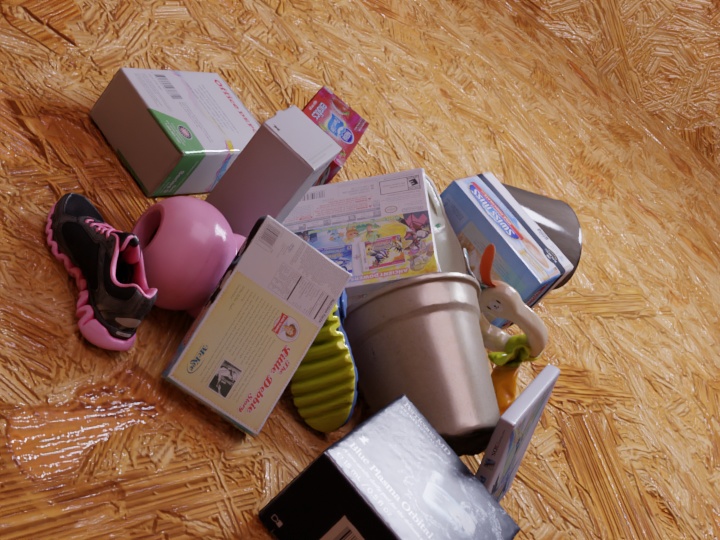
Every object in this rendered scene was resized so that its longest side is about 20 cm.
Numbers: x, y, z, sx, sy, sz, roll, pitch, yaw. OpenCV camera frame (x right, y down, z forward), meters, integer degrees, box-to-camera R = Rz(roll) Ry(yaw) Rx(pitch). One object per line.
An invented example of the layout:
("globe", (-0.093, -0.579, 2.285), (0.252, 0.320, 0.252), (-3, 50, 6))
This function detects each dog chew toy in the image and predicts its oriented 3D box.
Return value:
("dog chew toy", (-0.161, 0.005, 1.277), (0.199, 0.124, 0.125), (35, 27, -34))

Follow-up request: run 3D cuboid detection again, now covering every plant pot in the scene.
("plant pot", (0.078, 0.132, 1.371), (0.199, 0.200, 0.185), (10, 54, -47))

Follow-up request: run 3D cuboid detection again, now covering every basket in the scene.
("basket", (0.254, -0.075, 1.948), (0.199, 0.136, 0.182), (21, 40, -31))

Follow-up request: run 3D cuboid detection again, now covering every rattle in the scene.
("rattle", (0.163, 0.081, 1.540), (0.130, 0.143, 0.201), (34, -19, 37))

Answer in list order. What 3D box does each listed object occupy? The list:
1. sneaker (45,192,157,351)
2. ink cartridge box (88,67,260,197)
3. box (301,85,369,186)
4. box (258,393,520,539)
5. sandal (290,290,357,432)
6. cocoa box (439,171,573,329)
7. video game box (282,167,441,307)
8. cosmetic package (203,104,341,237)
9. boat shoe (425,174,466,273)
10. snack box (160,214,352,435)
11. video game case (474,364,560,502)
("sneaker", (-0.261, -0.017, 1.192), (0.079, 0.096, 0.201), (8, 42, -46))
("ink cartridge box", (-0.224, -0.178, 1.479), (0.146, 0.088, 0.199), (52, 30, 15))
("box", (-0.068, -0.180, 1.680), (0.095, 0.100, 0.200), (40, 27, -7))
("box", (0.035, 0.259, 1.183), (0.197, 0.117, 0.200), (48, 26, 9))
("sandal", (-0.039, 0.081, 1.307), (0.087, 0.079, 0.203), (-6, 92, -76))
("cocoa box", (0.186, -0.026, 1.695), (0.201, 0.133, 0.131), (51, 30, 13))
("video game box", (-0.004, -0.037, 1.443), (0.047, 0.198, 0.183), (76, 7, -46))
("cosmetic package", (-0.123, -0.089, 1.366), (0.085, 0.200, 0.108), (43, 27, 0))
("boat shoe", (0.095, -0.036, 1.637), (0.071, 0.067, 0.202), (-21, 91, -41))
("snack box", (-0.108, 0.057, 1.212), (0.116, 0.201, 0.037), (35, -14, -16))
("video game case", (0.171, 0.220, 1.359), (0.022, 0.184, 0.200), (26, 23, 17))
